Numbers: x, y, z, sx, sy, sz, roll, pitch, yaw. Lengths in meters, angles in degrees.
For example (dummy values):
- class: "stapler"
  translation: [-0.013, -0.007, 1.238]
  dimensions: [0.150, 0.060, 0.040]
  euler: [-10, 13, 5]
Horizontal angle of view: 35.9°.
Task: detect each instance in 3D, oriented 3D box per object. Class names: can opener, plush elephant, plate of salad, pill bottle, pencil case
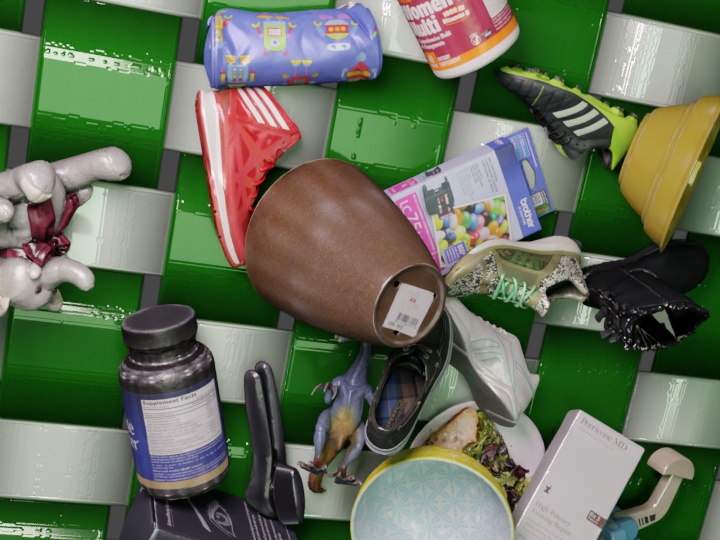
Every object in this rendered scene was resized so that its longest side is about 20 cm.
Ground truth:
- class: "can opener"
  translation: [-0.109, 0.208, 1.347]
  dimensions: [0.077, 0.063, 0.203]
  euler: [-6, 99, 16]
- class: "plush elephant"
  translation: [-0.342, -0.028, 1.165]
  dimensions: [0.197, 0.165, 0.157]
  euler: [-12, 97, 20]
- class: "plate of salad"
  translation: [0.150, 0.265, 1.433]
  dimensions: [0.197, 0.048, 0.203]
  euler: [-4, 107, -14]
- class: "pill bottle"
  translation: [0.086, -0.321, 1.207]
  dimensions: [0.109, 0.110, 0.201]
  euler: [-32, 111, -3]
- class: "pill bottle"
  translation: [-0.215, 0.148, 1.271]
  dimensions: [0.110, 0.112, 0.203]
  euler: [-10, 108, -11]
- class: "pencil case"
  translation: [-0.072, -0.245, 1.206]
  dimensions: [0.197, 0.078, 0.088]
  euler: [-6, 88, -12]

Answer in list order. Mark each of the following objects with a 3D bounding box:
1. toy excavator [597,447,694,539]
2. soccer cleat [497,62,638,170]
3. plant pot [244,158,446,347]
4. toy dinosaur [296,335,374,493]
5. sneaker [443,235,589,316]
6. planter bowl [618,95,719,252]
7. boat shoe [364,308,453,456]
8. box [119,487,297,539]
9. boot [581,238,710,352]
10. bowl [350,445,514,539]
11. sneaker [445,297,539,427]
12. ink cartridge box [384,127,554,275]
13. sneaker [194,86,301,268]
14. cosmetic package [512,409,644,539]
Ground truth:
- class: "toy excavator"
  translation: [0.355, 0.349, 1.495]
  dimensions: [0.197, 0.100, 0.197]
  euler: [-12, 111, -24]
- class: "soccer cleat"
  translation: [0.241, -0.180, 1.313]
  dimensions: [0.198, 0.068, 0.082]
  euler: [21, 102, -22]
- class: "plant pot"
  translation: [0.000, 0.000, 1.206]
  dimensions: [0.185, 0.200, 0.189]
  euler: [-15, 120, -28]
- class: "toy dinosaur"
  translation: [-0.029, 0.158, 1.347]
  dimensions: [0.104, 0.200, 0.184]
  euler: [21, 63, -22]
- class: "sneaker"
  translation: [0.192, 0.014, 1.323]
  dimensions: [0.197, 0.089, 0.077]
  euler: [-9, 141, -20]
- class: "planter bowl"
  translation: [0.362, -0.131, 1.325]
  dimensions: [0.083, 0.200, 0.203]
  euler: [25, 101, 16]
- class: "boat shoe"
  translation: [0.059, 0.115, 1.260]
  dimensions: [0.068, 0.057, 0.202]
  euler: [18, 59, 9]
- class: "box"
  translation: [-0.178, 0.340, 1.320]
  dimensions: [0.198, 0.148, 0.105]
  euler: [22, 101, -18]
- class: "boot"
  translation: [0.369, 0.029, 1.355]
  dimensions: [0.195, 0.163, 0.074]
  euler: [-13, 111, -10]
- class: "bowl"
  translation: [0.089, 0.292, 1.362]
  dimensions: [0.197, 0.108, 0.203]
  euler: [2, 111, 5]
- class: "sneaker"
  translation: [0.149, 0.095, 1.379]
  dimensions: [0.080, 0.070, 0.201]
  euler: [-43, 107, -28]
- class: "ink cartridge box"
  translation: [0.135, -0.078, 1.332]
  dimensions: [0.198, 0.042, 0.121]
  euler: [-25, 111, -7]
- class: "sneaker"
  translation: [-0.114, -0.107, 1.239]
  dimensions: [0.114, 0.078, 0.203]
  euler: [-11, 110, -9]
- class: "cosmetic package"
  translation: [0.266, 0.288, 1.414]
  dimensions: [0.101, 0.074, 0.202]
  euler: [30, 81, 2]
